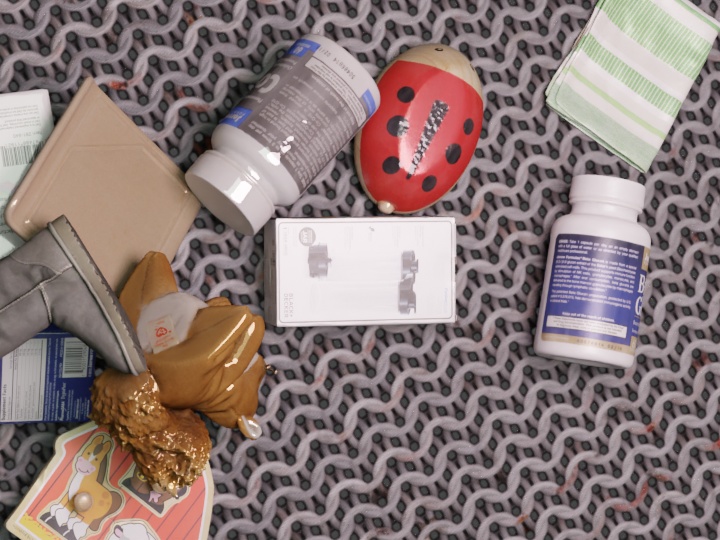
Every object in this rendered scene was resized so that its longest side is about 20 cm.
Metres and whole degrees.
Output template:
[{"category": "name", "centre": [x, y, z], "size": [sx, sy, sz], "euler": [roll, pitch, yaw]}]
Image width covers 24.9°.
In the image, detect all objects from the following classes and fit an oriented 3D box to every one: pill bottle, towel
[{"category": "pill bottle", "centre": [0.257, 0.001, 1.788], "size": [0.111, 0.111, 0.201], "euler": [11, 85, -15]}, {"category": "towel", "centre": [0.312, -0.236, 1.861], "size": [0.152, 0.023, 0.200], "euler": [32, 79, -13]}, {"category": "pill bottle", "centre": [-0.082, -0.139, 1.690], "size": [0.114, 0.114, 0.200], "euler": [44, 73, -10]}]

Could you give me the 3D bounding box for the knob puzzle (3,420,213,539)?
[{"category": "knob puzzle", "centre": [-0.231, 0.230, 1.665], "size": [0.219, 0.030, 0.220], "euler": [0, 91, -23]}]

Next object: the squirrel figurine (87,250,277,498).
[{"category": "squirrel figurine", "centre": [-0.172, 0.117, 1.615], "size": [0.141, 0.187, 0.200], "euler": [23, 69, 28]}]

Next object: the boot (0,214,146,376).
[{"category": "boot", "centre": [-0.320, 0.064, 1.514], "size": [0.200, 0.073, 0.182], "euler": [-32, 80, -6]}]

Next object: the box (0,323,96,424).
[{"category": "box", "centre": [-0.364, 0.100, 1.612], "size": [0.199, 0.032, 0.121], "euler": [-1, 127, -17]}]

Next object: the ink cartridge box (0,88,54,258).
[{"category": "ink cartridge box", "centre": [-0.370, -0.069, 1.625], "size": [0.144, 0.084, 0.201], "euler": [-9, 90, -17]}]

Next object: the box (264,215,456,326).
[{"category": "box", "centre": [0.000, 0.000, 1.736], "size": [0.199, 0.060, 0.117], "euler": [-2, 93, -16]}]

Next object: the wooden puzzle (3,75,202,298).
[{"category": "wooden puzzle", "centre": [-0.254, -0.063, 1.625], "size": [0.200, 0.037, 0.185], "euler": [50, 50, -35]}]

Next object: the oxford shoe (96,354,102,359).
[{"category": "oxford shoe", "centre": [-0.236, 0.065, 1.672], "size": [0.199, 0.058, 0.075], "euler": [15, 81, -16]}]

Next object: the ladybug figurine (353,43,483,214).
[{"category": "ladybug figurine", "centre": [0.068, -0.153, 1.761], "size": [0.135, 0.072, 0.201], "euler": [22, 82, -14]}]
